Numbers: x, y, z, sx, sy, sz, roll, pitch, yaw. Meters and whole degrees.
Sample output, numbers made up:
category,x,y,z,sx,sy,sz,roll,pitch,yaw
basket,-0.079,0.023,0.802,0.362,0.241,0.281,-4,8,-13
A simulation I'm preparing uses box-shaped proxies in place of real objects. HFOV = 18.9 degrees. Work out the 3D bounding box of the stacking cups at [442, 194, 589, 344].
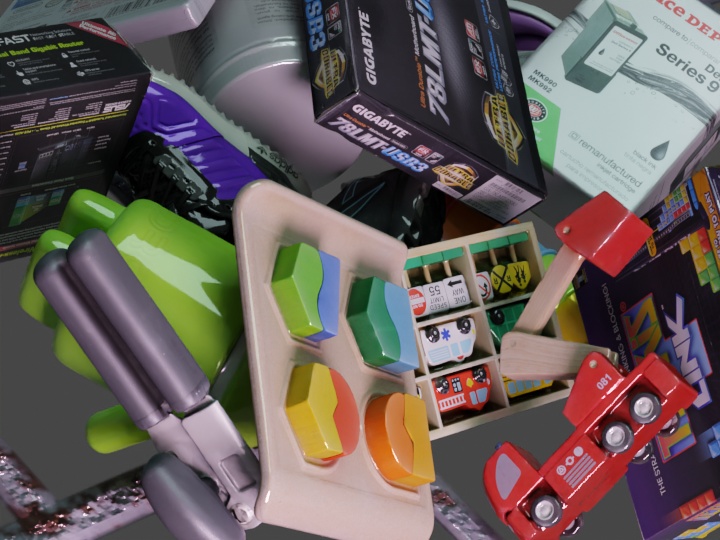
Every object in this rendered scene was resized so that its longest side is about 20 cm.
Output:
category,x,y,z,sx,sy,sz,roll,pitch,yaw
stacking cups,0.109,-0.005,1.574,0.200,0.061,0.060,41,39,25

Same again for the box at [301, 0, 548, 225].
category,x,y,z,sx,sy,sz,roll,pitch,yaw
box,0.041,-0.154,1.546,0.198,0.050,0.201,29,42,-40

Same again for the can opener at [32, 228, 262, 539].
category,x,y,z,sx,sy,sz,roll,pitch,yaw
can opener,-0.118,0.074,1.225,0.200,0.053,0.067,56,28,-13

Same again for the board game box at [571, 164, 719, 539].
category,x,y,z,sx,sy,sz,roll,pitch,yaw
board game box,0.224,0.056,1.419,0.056,0.165,0.201,0,65,-32

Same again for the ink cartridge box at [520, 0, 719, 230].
category,x,y,z,sx,sy,sz,roll,pitch,yaw
ink cartridge box,0.200,-0.127,1.680,0.146,0.084,0.200,37,68,14

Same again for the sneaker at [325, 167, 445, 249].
category,x,y,z,sx,sy,sz,roll,pitch,yaw
sneaker,0.000,0.000,1.507,0.079,0.076,0.200,2,39,20

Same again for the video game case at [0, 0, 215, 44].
category,x,y,z,sx,sy,sz,roll,pitch,yaw
video game case,-0.171,-0.206,1.555,0.022,0.199,0.183,61,33,-28

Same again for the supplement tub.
category,x,y,z,sx,sy,sz,roll,pitch,yaw
supplement tub,-0.074,-0.163,1.598,0.131,0.132,0.200,8,40,-22

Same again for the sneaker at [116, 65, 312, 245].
category,x,y,z,sx,sy,sz,roll,pitch,yaw
sneaker,-0.121,-0.061,1.468,0.200,0.070,0.100,31,44,-20

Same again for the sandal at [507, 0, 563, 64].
category,x,y,z,sx,sy,sz,roll,pitch,yaw
sandal,0.158,-0.158,1.773,0.202,0.083,0.050,29,41,4

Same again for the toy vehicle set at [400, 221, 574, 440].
category,x,y,z,sx,sy,sz,roll,pitch,yaw
toy vehicle set,0.054,0.045,1.443,0.199,0.026,0.125,-14,87,-41

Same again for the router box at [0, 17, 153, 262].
category,x,y,z,sx,sy,sz,roll,pitch,yaw
router box,-0.242,-0.073,1.367,0.199,0.150,0.062,-15,51,-42

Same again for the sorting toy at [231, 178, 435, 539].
category,x,y,z,sx,sy,sz,roll,pitch,yaw
sorting toy,-0.009,0.060,1.300,0.185,0.036,0.201,23,58,-55

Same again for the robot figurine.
category,x,y,z,sx,sy,sz,roll,pitch,yaw
robot figurine,-0.109,0.034,1.339,0.199,0.116,0.176,29,43,0

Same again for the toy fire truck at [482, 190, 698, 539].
category,x,y,z,sx,sy,sz,roll,pitch,yaw
toy fire truck,0.137,0.065,1.395,0.141,0.200,0.049,47,8,29
